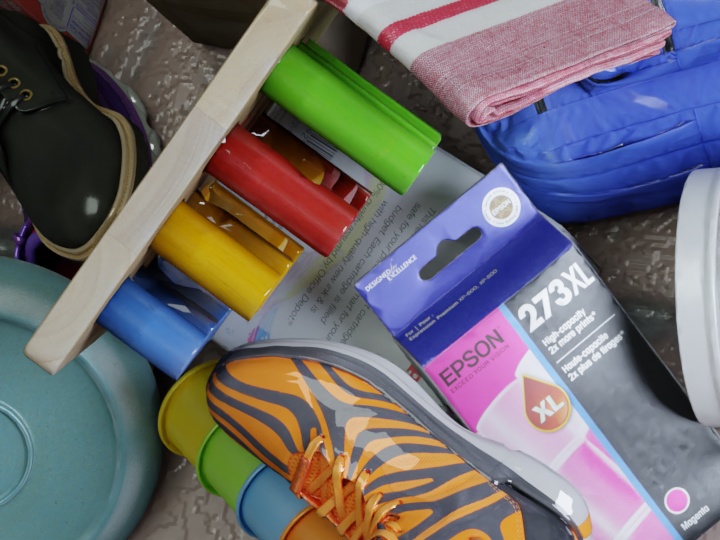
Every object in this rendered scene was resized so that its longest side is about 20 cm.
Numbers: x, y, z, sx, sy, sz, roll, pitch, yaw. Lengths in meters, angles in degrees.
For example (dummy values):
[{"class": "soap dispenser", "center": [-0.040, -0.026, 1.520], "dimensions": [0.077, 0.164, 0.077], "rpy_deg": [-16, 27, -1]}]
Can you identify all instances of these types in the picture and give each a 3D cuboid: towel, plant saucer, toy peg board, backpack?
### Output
[{"class": "towel", "center": [0.026, -0.142, 1.161], "dimensions": [0.200, 0.144, 0.023], "rpy_deg": [42, 131, 25]}, {"class": "plant saucer", "center": [-0.200, 0.090, 1.330], "dimensions": [0.199, 0.027, 0.201], "rpy_deg": [-2, 109, -6]}, {"class": "toy peg board", "center": [-0.046, -0.026, 1.211], "dimensions": [0.098, 0.200, 0.200], "rpy_deg": [35, 97, 0]}, {"class": "backpack", "center": [0.139, -0.126, 1.272], "dimensions": [0.199, 0.168, 0.163], "rpy_deg": [-16, 64, 14]}]

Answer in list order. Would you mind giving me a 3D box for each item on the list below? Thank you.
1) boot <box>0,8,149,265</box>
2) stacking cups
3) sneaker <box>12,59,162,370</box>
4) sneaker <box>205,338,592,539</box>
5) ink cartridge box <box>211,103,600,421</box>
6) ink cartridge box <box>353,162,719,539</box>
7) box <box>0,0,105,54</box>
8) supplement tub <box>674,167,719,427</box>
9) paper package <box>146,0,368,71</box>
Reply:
[{"class": "boot", "center": [-0.192, -0.085, 1.301], "dimensions": [0.078, 0.138, 0.200], "rpy_deg": [-53, 35, 10]}, {"class": "stacking cups", "center": [-0.028, 0.117, 1.279], "dimensions": [0.061, 0.060, 0.200], "rpy_deg": [-49, 45, 0]}, {"class": "sneaker", "center": [-0.150, -0.029, 1.391], "dimensions": [0.080, 0.083, 0.201], "rpy_deg": [-16, 66, 14]}, {"class": "sneaker", "center": [0.003, 0.107, 1.192], "dimensions": [0.199, 0.078, 0.112], "rpy_deg": [24, 40, 14]}, {"class": "ink cartridge box", "center": [0.000, 0.000, 1.327], "dimensions": [0.200, 0.085, 0.145], "rpy_deg": [33, 88, 26]}, {"class": "ink cartridge box", "center": [0.094, 0.056, 1.239], "dimensions": [0.095, 0.037, 0.200], "rpy_deg": [-39, 99, -4]}, {"class": "box", "center": [-0.212, -0.197, 1.401], "dimensions": [0.094, 0.200, 0.103], "rpy_deg": [12, 79, 21]}, {"class": "supplement tub", "center": [0.255, 0.009, 1.198], "dimensions": [0.199, 0.145, 0.146], "rpy_deg": [-3, 73, 19]}, {"class": "paper package", "center": [-0.053, -0.224, 1.351], "dimensions": [0.103, 0.200, 0.192], "rpy_deg": [12, 79, 23]}]
